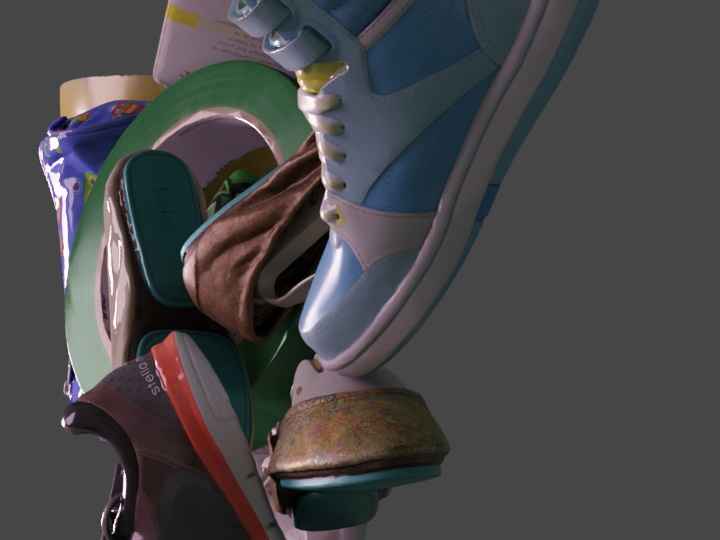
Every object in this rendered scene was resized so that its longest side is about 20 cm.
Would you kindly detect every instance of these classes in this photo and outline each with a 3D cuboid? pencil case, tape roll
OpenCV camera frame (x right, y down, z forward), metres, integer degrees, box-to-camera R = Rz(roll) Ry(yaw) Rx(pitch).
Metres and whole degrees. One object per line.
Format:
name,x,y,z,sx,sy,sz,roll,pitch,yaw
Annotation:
pencil case,-0.145,-0.002,1.252,0.078,0.086,0.202,-109,13,-81
tape roll,-0.073,-0.006,1.070,0.200,0.048,0.202,-19,62,40

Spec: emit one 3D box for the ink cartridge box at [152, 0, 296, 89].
ink cartridge box,-0.030,-0.163,1.146,0.200,0.144,0.084,120,163,-65

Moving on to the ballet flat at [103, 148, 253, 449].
ballet flat,-0.094,0.036,1.002,0.070,0.069,0.201,114,153,-54

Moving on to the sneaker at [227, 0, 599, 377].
sneaker,-0.008,-0.063,0.762,0.080,0.130,0.201,-97,32,-65

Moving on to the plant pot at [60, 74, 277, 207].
plant pot,-0.106,-0.039,1.361,0.200,0.198,0.143,158,118,-81

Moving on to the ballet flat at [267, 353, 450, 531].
ballet flat,-0.008,0.066,0.853,0.200,0.070,0.071,119,163,-76

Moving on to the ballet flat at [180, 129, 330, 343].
ballet flat,-0.001,-0.042,0.945,0.200,0.068,0.072,-45,61,12

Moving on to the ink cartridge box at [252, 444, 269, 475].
ink cartridge box,-0.058,0.132,1.141,0.200,0.050,0.162,123,150,-63

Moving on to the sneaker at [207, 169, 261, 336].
sneaker,-0.051,0.002,1.232,0.200,0.078,0.086,71,-137,-73

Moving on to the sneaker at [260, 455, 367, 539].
sneaker,-0.047,0.132,0.977,0.075,0.088,0.202,162,121,-83

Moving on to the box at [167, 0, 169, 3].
box,-0.060,-0.200,1.351,0.137,0.038,0.200,-49,-23,-9

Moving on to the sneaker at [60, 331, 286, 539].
sneaker,-0.068,0.130,0.875,0.077,0.081,0.201,179,69,-83

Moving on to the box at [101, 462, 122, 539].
box,-0.096,0.218,1.080,0.143,0.036,0.201,-88,-13,-59
